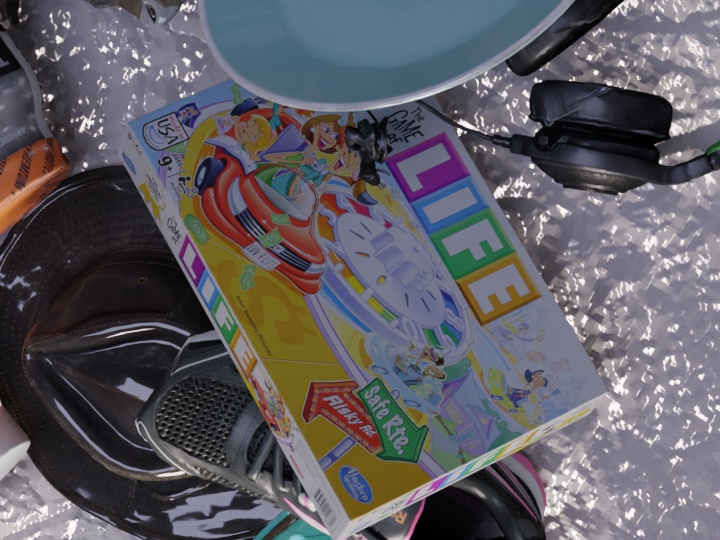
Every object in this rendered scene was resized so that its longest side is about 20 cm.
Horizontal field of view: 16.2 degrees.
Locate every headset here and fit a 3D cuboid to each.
[{"bbox_3d":[0.090,-0.086,1.079,0.199,0.094,0.124,-19,90,5],"label":"headset"}]

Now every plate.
[{"bbox_3d":[0.025,-0.141,1.077,0.199,0.201,0.026,-13,140,21],"label":"plate"}]

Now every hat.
[{"bbox_3d":[-0.104,0.050,1.191,0.200,0.081,0.201,5,104,19],"label":"hat"}]

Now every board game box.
[{"bbox_3d":[0.000,0.000,1.102,0.200,0.134,0.034,59,157,13],"label":"board game box"}]

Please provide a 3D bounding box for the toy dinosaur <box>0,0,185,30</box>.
[{"bbox_3d":[-0.150,-0.177,1.172,0.102,0.077,0.200,-37,81,3],"label":"toy dinosaur"}]

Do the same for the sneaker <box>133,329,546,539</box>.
[{"bbox_3d":[0.000,0.086,1.124,0.199,0.086,0.081,17,103,-13],"label":"sneaker"}]

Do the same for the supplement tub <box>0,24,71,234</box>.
[{"bbox_3d":[-0.232,-0.099,1.180,0.122,0.123,0.200,-38,89,22],"label":"supplement tub"}]

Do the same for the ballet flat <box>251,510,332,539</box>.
[{"bbox_3d":[-0.069,0.188,1.212,0.200,0.067,0.071,-40,70,21],"label":"ballet flat"}]

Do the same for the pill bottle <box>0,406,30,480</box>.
[{"bbox_3d":[-0.260,0.040,1.224,0.116,0.116,0.200,-44,85,22],"label":"pill bottle"}]
